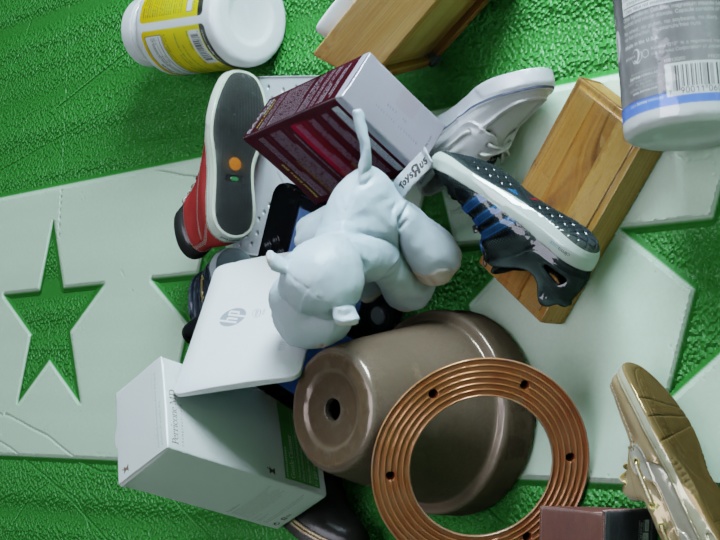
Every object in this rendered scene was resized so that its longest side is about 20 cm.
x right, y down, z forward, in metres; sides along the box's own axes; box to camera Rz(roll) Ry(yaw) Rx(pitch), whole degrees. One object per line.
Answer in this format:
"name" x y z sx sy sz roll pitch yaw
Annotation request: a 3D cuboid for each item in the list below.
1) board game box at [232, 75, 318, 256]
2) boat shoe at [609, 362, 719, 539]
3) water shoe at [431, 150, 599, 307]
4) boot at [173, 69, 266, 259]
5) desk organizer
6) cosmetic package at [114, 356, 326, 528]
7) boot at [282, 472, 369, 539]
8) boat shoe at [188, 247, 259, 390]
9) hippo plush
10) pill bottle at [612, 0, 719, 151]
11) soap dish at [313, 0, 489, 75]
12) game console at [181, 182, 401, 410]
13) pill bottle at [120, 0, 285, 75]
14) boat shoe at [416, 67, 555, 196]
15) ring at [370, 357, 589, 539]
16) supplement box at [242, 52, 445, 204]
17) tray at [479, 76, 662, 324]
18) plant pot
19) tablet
"board game box" -0.060 -0.111 1.645 0.199 0.026 0.202 7 91 47
"boat shoe" 0.249 0.174 1.245 0.069 0.073 0.201 -40 59 30
"water shoe" 0.123 -0.038 1.348 0.200 0.071 0.079 39 112 38
"boot" -0.167 -0.119 1.698 0.144 0.072 0.202 -21 61 60
"desk organizer" 0.201 0.303 1.287 0.077 0.071 0.202 -2 84 49
"cosmetic package" -0.138 0.173 1.480 0.085 0.199 0.108 -37 48 32
"boot" -0.039 0.196 1.558 0.200 0.077 0.139 36 107 42
"boat shoe" -0.141 0.082 1.690 0.091 0.070 0.202 -35 62 55
"hippo plush" 0.000 0.000 1.378 0.158 0.161 0.201 31 138 0
"pill bottle" 0.266 -0.209 1.240 0.113 0.113 0.202 -12 76 46
"soap dish" 0.064 -0.270 1.441 0.081 0.157 0.200 52 125 11
"game console" -0.066 0.023 1.537 0.199 0.118 0.174 28 112 34
"pill bottle" -0.188 -0.285 1.739 0.199 0.112 0.114 3 88 47
"boat shoe" 0.118 -0.129 1.431 0.200 0.073 0.066 -32 68 52
"ring" 0.106 0.172 1.332 0.019 0.198 0.202 -121 46 -74
"supplement box" -0.019 -0.135 1.469 0.199 0.109 0.061 -13 40 57
"tray" 0.190 -0.062 1.363 0.099 0.037 0.201 46 117 39
"plant pot" 0.036 0.133 1.408 0.199 0.174 0.203 -5 82 46
"tablet" -0.103 0.047 1.465 0.129 0.014 0.201 -10 34 16
